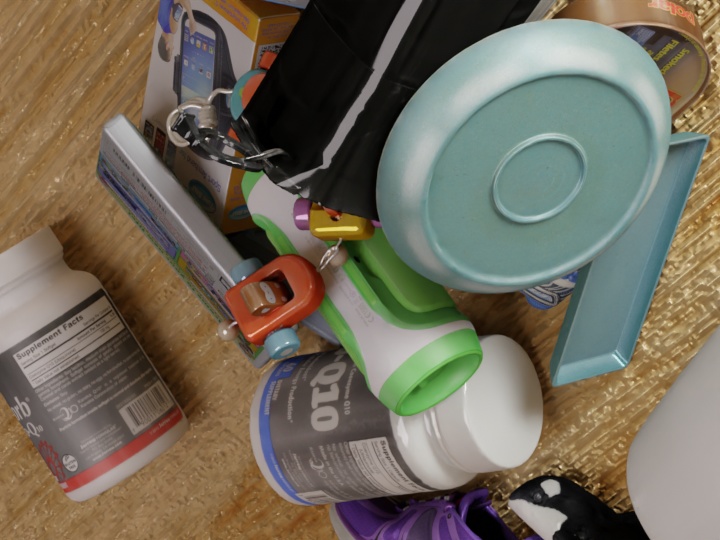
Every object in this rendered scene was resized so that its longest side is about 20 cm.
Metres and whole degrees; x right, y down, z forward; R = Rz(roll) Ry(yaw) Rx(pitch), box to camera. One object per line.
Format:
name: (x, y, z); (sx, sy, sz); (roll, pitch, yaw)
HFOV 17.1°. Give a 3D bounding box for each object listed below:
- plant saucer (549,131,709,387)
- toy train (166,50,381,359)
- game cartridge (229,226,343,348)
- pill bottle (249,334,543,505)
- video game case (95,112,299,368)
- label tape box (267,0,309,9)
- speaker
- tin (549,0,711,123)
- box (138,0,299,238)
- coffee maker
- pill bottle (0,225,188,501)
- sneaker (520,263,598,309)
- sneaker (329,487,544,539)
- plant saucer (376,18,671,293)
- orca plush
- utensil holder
plant saucer: (0.175, -0.008, 1.605); (0.019, 0.070, 0.201); (48, 138, 39)
toy train: (-0.063, -0.052, 1.602); (0.150, 0.056, 0.201); (-28, 70, 14)
game cartridge: (-0.038, -0.051, 1.757); (0.133, 0.040, 0.201); (34, 130, 22)
pill bottle: (0.026, 0.106, 1.742); (0.199, 0.114, 0.114); (-12, 107, 39)
video game case: (-0.124, -0.018, 1.774); (0.200, 0.022, 0.182); (50, 168, 1)
label tape box: (0.019, -0.257, 1.539); (0.142, 0.066, 0.201); (12, 129, -5)
speaker: (0.000, 0.000, 1.648); (0.200, 0.088, 0.089); (55, 135, 20)
tin: (0.142, -0.109, 1.548); (0.111, 0.042, 0.200); (20, 138, -27)
box: (-0.108, -0.122, 1.730); (0.119, 0.041, 0.201); (41, 129, 39)
coffee maker: (0.018, -0.141, 1.471); (0.135, 0.192, 0.201); (39, 115, 23)
pill bottle: (-0.235, 0.073, 1.916); (0.116, 0.116, 0.201); (-28, 96, 42)
sneaker: (0.067, -0.035, 1.650); (0.199, 0.077, 0.085); (34, 141, 4)
sneaker: (0.065, 0.193, 1.791); (0.199, 0.080, 0.084); (20, 108, 37)
plant saucer: (0.107, -0.062, 1.487); (0.027, 0.199, 0.201); (-120, 32, -49)
orca plush: (0.195, 0.198, 1.697); (0.071, 0.105, 0.200); (-51, 45, 2)
utensil holder: (0.281, 0.096, 1.514); (0.170, 0.170, 0.200); (42, 133, 9)
